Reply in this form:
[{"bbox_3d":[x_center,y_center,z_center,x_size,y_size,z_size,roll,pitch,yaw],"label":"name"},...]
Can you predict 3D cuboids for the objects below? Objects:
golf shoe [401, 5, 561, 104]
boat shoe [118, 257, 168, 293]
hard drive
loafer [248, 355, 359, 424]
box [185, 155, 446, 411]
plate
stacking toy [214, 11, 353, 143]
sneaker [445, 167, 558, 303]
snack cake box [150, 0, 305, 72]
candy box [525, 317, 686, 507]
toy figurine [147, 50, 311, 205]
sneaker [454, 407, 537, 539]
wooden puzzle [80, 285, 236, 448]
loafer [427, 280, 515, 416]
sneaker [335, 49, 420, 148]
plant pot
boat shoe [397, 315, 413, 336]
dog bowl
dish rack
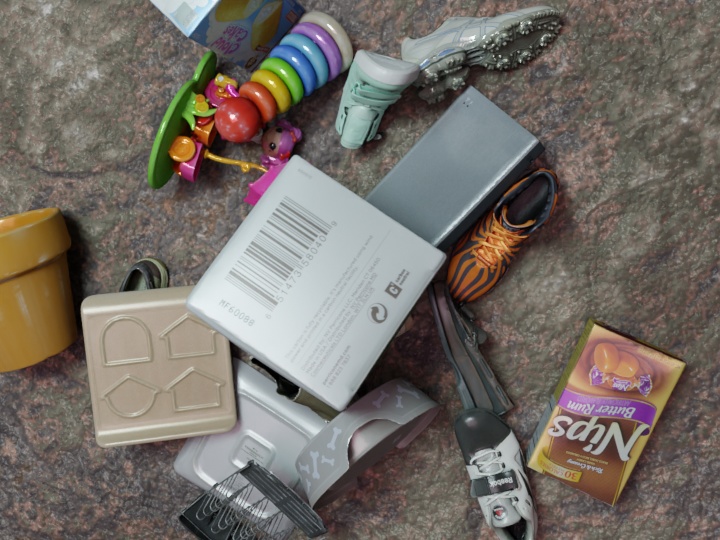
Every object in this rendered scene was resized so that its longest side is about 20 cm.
[{"bbox_3d":[0.143,-0.289,0.847,0.200,0.078,0.097,-22,61,-2],"label":"golf shoe"},{"bbox_3d":[-0.320,0.082,0.974,0.072,0.066,0.201,12,97,10],"label":"boat shoe"},{"bbox_3d":[0.109,-0.115,0.853,0.200,0.033,0.140,-47,50,12],"label":"hard drive"},{"bbox_3d":[-0.077,0.149,0.899,0.075,0.070,0.200,-26,115,42],"label":"loafer"},{"bbox_3d":[-0.047,0.024,0.774,0.200,0.171,0.199,34,79,4],"label":"box"},{"bbox_3d":[-0.148,0.256,0.971,0.199,0.032,0.200,31,101,7],"label":"plate"},{"bbox_3d":[-0.100,-0.230,0.846,0.085,0.085,0.200,40,66,6],"label":"stacking toy"},{"bbox_3d":[0.166,-0.043,0.840,0.077,0.112,0.200,34,101,7],"label":"sneaker"},{"bbox_3d":[-0.153,-0.321,0.838,0.067,0.200,0.115,44,101,5],"label":"snack cake box"},{"bbox_3d":[0.300,0.175,0.861,0.116,0.056,0.200,23,100,8],"label":"candy box"},{"bbox_3d":[-0.150,-0.164,0.909,0.184,0.150,0.200,22,74,-5],"label":"toy figurine"},{"bbox_3d":[0.175,0.266,0.855,0.074,0.089,0.200,-23,103,15],"label":"sneaker"},{"bbox_3d":[-0.268,0.125,0.932,0.185,0.046,0.201,-5,91,-10],"label":"wooden puzzle"},{"bbox_3d":[0.140,0.098,0.876,0.063,0.072,0.200,-17,105,11],"label":"loafer"},{"bbox_3d":[0.015,-0.196,0.825,0.074,0.200,0.119,13,105,-9],"label":"sneaker"},{"bbox_3d":[-0.483,0.031,0.951,0.200,0.200,0.184,-10,108,12],"label":"plant pot"},{"bbox_3d":[0.000,0.000,0.908,0.065,0.072,0.200,-25,76,-23],"label":"boat shoe"},{"bbox_3d":[0.005,0.210,0.859,0.200,0.200,0.059,-44,71,12],"label":"dog bowl"},{"bbox_3d":[-0.140,0.334,0.916,0.153,0.055,0.200,43,133,-6],"label":"dish rack"}]
